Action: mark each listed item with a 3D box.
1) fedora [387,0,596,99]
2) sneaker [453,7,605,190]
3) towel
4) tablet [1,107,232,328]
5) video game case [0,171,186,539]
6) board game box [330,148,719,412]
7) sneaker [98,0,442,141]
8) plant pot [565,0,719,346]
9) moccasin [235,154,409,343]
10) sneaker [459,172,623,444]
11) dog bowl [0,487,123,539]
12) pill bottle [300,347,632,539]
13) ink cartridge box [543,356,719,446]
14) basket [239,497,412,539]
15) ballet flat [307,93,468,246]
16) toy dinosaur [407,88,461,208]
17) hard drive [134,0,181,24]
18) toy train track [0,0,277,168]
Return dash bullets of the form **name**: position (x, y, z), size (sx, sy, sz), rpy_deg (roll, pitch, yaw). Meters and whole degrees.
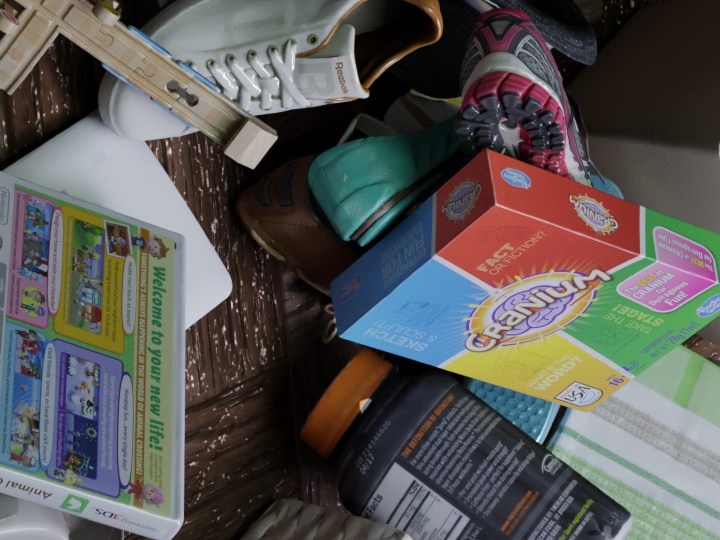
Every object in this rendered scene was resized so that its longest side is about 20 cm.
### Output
- **fedora**: position (0.048, -0.165, 1.703), size (0.092, 0.201, 0.200), rpy_deg (-47, 142, 16)
- **sneaker**: position (0.103, -0.074, 1.656), size (0.200, 0.080, 0.075), rpy_deg (74, 15, -58)
- **towel**: position (0.186, 0.145, 1.844), size (0.149, 0.031, 0.201), rpy_deg (31, 69, -6)
- **tablet**: position (-0.157, -0.001, 1.527), size (0.130, 0.014, 0.200), rpy_deg (57, 42, -6)
- **video game case**: position (-0.174, 0.032, 1.435), size (0.181, 0.022, 0.201), rpy_deg (19, 43, -22)
- **board game box**: position (0.106, 0.010, 1.669), size (0.199, 0.153, 0.041), rpy_deg (17, 48, -33)
- **sneaker**: position (-0.048, -0.119, 1.557), size (0.199, 0.085, 0.073), rpy_deg (-26, 128, -9)
- **plant pot**: position (0.244, -0.080, 1.905), size (0.200, 0.176, 0.200), rpy_deg (-46, 131, -31)
- **moccasin**: position (0.000, 0.002, 1.734), size (0.201, 0.077, 0.074), rpy_deg (32, 53, -44)
- **sneaker**: position (0.114, 0.036, 1.849), size (0.131, 0.079, 0.201), rpy_deg (88, 27, -79)
- **dog bowl**: position (-0.223, 0.154, 1.451), size (0.199, 0.059, 0.200), rpy_deg (-25, 158, -11)
- **pill bottle**: position (0.060, 0.133, 1.726), size (0.106, 0.200, 0.106), rpy_deg (-51, 172, -10)
- **ink cartridge box**: position (0.203, 0.173, 1.954), size (0.201, 0.144, 0.145), rpy_deg (-59, 137, -18)
- **basket**: position (-0.044, 0.248, 1.705), size (0.200, 0.135, 0.124), rpy_deg (-45, 127, -31)
- **ballet flat**: position (0.032, -0.072, 1.688), size (0.071, 0.067, 0.200), rpy_deg (52, 32, 7)
- **toy dinosaur**: position (0.059, -0.091, 1.784), size (0.200, 0.058, 0.101), rpy_deg (-54, 133, -24)
- **hard drive**: position (-0.090, -0.213, 1.590), size (0.135, 0.042, 0.201), rpy_deg (-43, 131, -32)
- **toy train track**: position (-0.129, -0.116, 1.507), size (0.200, 0.033, 0.115), rpy_deg (34, 105, -18)
